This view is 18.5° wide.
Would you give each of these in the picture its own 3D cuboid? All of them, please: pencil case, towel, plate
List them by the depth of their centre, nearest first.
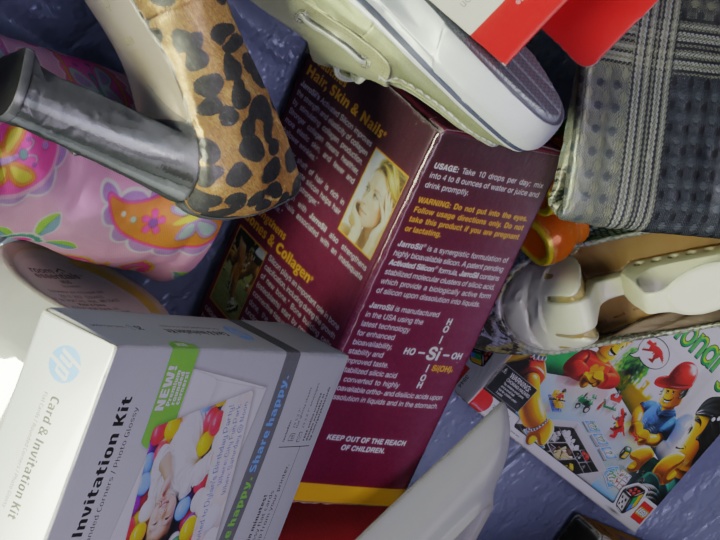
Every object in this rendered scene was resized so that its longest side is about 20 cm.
[{"bbox_3d":[-0.149,-0.054,0.941,0.199,0.087,0.088,14,111,-41],"label":"pencil case"},{"bbox_3d":[0.174,-0.116,1.057,0.191,0.034,0.202,3,98,-34],"label":"towel"},{"bbox_3d":[0.001,0.176,1.130,0.199,0.032,0.200,-43,166,-27],"label":"plate"}]

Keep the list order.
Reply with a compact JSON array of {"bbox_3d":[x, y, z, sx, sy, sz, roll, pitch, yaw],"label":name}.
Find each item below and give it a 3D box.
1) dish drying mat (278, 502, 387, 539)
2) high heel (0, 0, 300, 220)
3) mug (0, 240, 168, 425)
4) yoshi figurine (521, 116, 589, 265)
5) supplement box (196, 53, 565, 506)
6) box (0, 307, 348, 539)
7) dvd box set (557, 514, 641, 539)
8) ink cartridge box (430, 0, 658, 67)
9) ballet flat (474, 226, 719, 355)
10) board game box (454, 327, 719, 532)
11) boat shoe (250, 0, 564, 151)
[{"bbox_3d":[-0.068,0.143,1.132,0.199,0.018,0.077,-22,130,-21],"label":"dish drying mat"},{"bbox_3d":[-0.063,-0.127,0.926,0.142,0.071,0.201,23,80,-32],"label":"high heel"},{"bbox_3d":[-0.154,0.067,0.994,0.149,0.187,0.154,23,105,-15],"label":"mug"},{"bbox_3d":[0.148,-0.096,1.126,0.199,0.112,0.113,-30,113,-17],"label":"yoshi figurine"},{"bbox_3d":[0.000,0.000,1.065,0.085,0.110,0.201,8,115,-40],"label":"supplement box"},{"bbox_3d":[-0.089,0.097,0.920,0.200,0.041,0.157,9,104,-63],"label":"box"},{"bbox_3d":[0.163,0.243,1.412,0.199,0.029,0.147,25,103,-43],"label":"dvd box set"},{"bbox_3d":[0.058,-0.174,0.927,0.200,0.067,0.116,39,117,-11],"label":"ink cartridge box"},{"bbox_3d":[0.133,0.008,1.138,0.199,0.072,0.072,-11,135,13],"label":"ballet flat"},{"bbox_3d":[0.144,0.060,1.268,0.126,0.035,0.200,-50,135,3],"label":"board game box"},{"bbox_3d":[0.001,-0.116,0.969,0.200,0.072,0.062,41,115,-3],"label":"boat shoe"}]
